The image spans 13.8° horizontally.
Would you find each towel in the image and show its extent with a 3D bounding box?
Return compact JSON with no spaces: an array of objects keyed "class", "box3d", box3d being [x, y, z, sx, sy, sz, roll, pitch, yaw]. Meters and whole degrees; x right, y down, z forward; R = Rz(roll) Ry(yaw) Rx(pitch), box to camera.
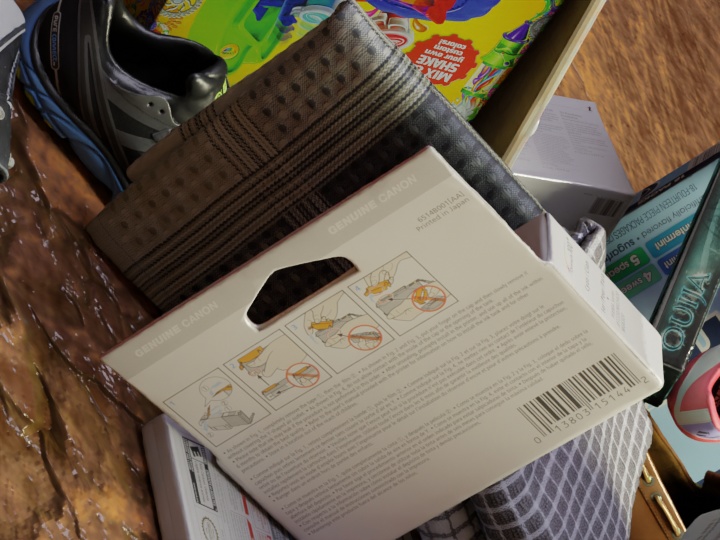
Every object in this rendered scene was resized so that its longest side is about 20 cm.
[{"class":"towel","box3d":[0.092,0.084,1.579,0.166,0.086,0.200,64,32,-32]},{"class":"towel","box3d":[-0.009,-0.009,1.431,0.193,0.200,0.035,47,32,-10]}]

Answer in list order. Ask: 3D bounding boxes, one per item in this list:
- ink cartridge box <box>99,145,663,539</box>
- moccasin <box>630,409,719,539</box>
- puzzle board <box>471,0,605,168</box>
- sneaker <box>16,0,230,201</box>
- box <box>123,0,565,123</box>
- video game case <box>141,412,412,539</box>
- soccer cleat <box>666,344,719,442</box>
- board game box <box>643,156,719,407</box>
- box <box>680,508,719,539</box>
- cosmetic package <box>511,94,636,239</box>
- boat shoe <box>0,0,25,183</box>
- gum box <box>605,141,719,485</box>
[{"class":"ink cartridge box","box3d":[0.010,0.035,1.380,0.176,0.200,0.045,45,27,-27]},{"class":"moccasin","box3d":[0.202,0.151,1.798,0.201,0.078,0.074,50,26,-19]},{"class":"puzzle board","box3d":[0.092,-0.153,1.614,0.017,0.200,0.151,10,42,-23]},{"class":"sneaker","box3d":[-0.090,-0.066,1.493,0.200,0.083,0.071,49,27,-22]},{"class":"box","box3d":[-0.009,-0.176,1.565,0.200,0.193,0.122,12,47,-26]},{"class":"video game case","box3d":[-0.025,0.161,1.435,0.200,0.018,0.143,29,37,-47]},{"class":"soccer cleat","box3d":[0.273,0.043,1.760,0.067,0.200,0.076,63,-9,-8]},{"class":"board game box","box3d":[0.204,-0.026,1.707,0.028,0.200,0.135,23,-10,5]},{"class":"box","box3d":[0.227,0.226,1.465,0.171,0.200,0.199,54,52,-11]},{"class":"cosmetic package","box3d":[0.052,-0.068,1.698,0.200,0.051,0.083,9,43,-27]},{"class":"boat shoe","box3d":[-0.186,-0.055,1.314,0.068,0.072,0.200,49,28,-15]},{"class":"gum box","box3d":[0.221,0.040,1.848,0.200,0.170,0.045,54,20,-8]}]
